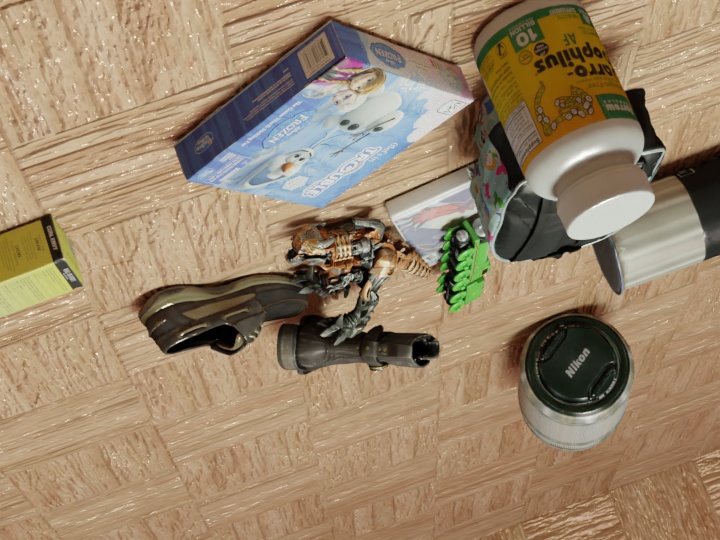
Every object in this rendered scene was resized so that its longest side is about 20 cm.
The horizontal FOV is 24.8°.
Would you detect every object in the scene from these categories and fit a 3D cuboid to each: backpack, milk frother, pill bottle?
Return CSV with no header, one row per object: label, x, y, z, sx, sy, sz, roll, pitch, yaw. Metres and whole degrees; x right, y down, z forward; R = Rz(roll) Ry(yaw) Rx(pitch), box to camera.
backpack,0.194,-0.098,1.622,0.176,0.152,0.201,-14,151,-11
milk frother,0.387,-0.010,1.947,0.187,0.201,0.181,-20,163,-2
pill bottle,0.185,-0.134,1.457,0.112,0.201,0.113,-18,159,-7

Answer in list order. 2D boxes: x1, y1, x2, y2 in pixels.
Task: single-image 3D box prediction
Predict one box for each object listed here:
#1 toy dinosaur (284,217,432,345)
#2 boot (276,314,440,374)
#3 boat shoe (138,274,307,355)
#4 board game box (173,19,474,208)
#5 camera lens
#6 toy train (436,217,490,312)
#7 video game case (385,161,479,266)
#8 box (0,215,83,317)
toy dinosaur,0.000,0.000,1.764,0.199,0.103,0.136,21,123,-25
boot,0.006,0.091,1.876,0.172,0.070,0.200,1,-178,13
boat shoe,-0.144,0.057,1.783,0.198,0.074,0.075,-8,156,-30
board game box,-0.031,-0.134,1.477,0.199,0.044,0.198,-34,156,29
camera lens,0.303,0.162,2.327,0.159,0.161,0.200,-20,159,-3
toy train,0.121,-0.007,1.865,0.056,0.042,0.200,-28,161,-12
video game case,0.138,-0.075,1.801,0.199,0.023,0.182,-23,158,6
box,-0.363,0.016,1.518,0.198,0.050,0.075,-21,159,-1
